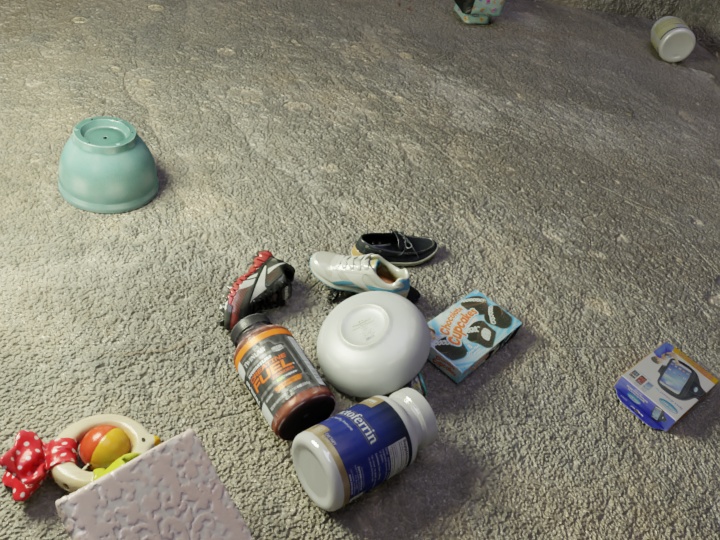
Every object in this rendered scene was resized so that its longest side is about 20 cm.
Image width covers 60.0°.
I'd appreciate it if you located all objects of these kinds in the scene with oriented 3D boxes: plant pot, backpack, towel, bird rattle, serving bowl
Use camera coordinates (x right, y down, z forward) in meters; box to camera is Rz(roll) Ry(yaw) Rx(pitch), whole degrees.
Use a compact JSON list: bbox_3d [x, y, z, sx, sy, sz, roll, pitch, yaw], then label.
[{"bbox_3d":[-0.520,-0.230,1.284,0.200,0.134,0.200,8,42,-7],"label":"plant pot"},{"bbox_3d":[0.486,-1.092,2.530,0.200,0.153,0.176,-10,48,-13],"label":"backpack"},{"bbox_3d":[-0.232,0.315,0.743,0.191,0.032,0.200,-24,82,-52],"label":"towel"},{"bbox_3d":[-0.364,0.259,0.838,0.200,0.113,0.163,12,27,17],"label":"bird rattle"},{"bbox_3d":[0.015,0.109,1.048,0.200,0.066,0.200,-10,50,11],"label":"serving bowl"}]

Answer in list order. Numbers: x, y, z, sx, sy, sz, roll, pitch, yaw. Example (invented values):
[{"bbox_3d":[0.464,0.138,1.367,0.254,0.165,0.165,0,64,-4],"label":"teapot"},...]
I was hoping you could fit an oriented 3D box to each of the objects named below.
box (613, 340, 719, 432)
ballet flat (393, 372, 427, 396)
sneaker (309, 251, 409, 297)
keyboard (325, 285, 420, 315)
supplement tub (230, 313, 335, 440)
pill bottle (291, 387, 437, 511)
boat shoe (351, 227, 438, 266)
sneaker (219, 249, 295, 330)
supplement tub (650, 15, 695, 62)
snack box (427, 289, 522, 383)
[{"bbox_3d":[0.569,0.217,1.171,0.200,0.042,0.119,-21,52,-37],"label":"box"},{"bbox_3d":[0.063,0.143,1.091,0.072,0.072,0.200,3,41,-13],"label":"ballet flat"},{"bbox_3d":[0.000,0.000,1.187,0.200,0.081,0.077,20,43,7],"label":"sneaker"},{"bbox_3d":[0.013,0.056,1.205,0.127,0.021,0.200,39,45,24],"label":"keyboard"},{"bbox_3d":[-0.131,0.160,0.981,0.107,0.107,0.200,-17,49,-31],"label":"supplement tub"},{"bbox_3d":[0.010,0.252,0.910,0.200,0.116,0.116,-20,51,-34],"label":"pill bottle"},{"bbox_3d":[0.078,-0.052,1.313,0.200,0.062,0.075,-4,42,-22],"label":"boat shoe"},{"bbox_3d":[-0.179,0.040,1.126,0.098,0.071,0.201,19,40,9],"label":"sneaker"},{"bbox_3d":[1.334,-0.996,2.676,0.145,0.145,0.200,13,41,-2],"label":"supplement tub"},{"bbox_3d":[0.201,0.119,1.175,0.116,0.037,0.200,38,46,26],"label":"snack box"}]
